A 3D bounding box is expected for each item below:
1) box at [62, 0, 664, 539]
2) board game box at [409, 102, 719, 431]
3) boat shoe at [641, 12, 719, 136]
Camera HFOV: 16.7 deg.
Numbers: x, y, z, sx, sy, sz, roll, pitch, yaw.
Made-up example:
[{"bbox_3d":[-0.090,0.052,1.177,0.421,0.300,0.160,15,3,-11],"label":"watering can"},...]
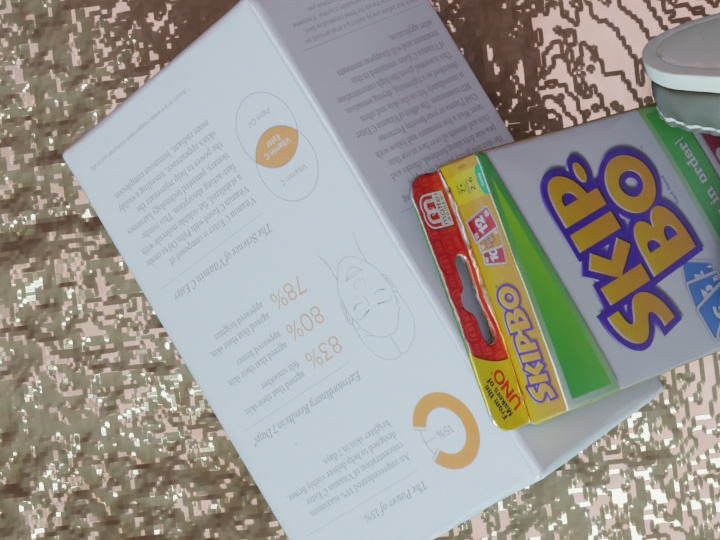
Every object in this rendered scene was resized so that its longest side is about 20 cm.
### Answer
[{"bbox_3d":[0.000,0.000,0.928,0.124,0.097,0.201,-34,85,40],"label":"box"},{"bbox_3d":[0.105,-0.011,0.902,0.030,0.199,0.096,-24,85,49],"label":"board game box"},{"bbox_3d":[0.203,-0.060,0.894,0.200,0.072,0.061,0,123,3],"label":"boat shoe"}]
